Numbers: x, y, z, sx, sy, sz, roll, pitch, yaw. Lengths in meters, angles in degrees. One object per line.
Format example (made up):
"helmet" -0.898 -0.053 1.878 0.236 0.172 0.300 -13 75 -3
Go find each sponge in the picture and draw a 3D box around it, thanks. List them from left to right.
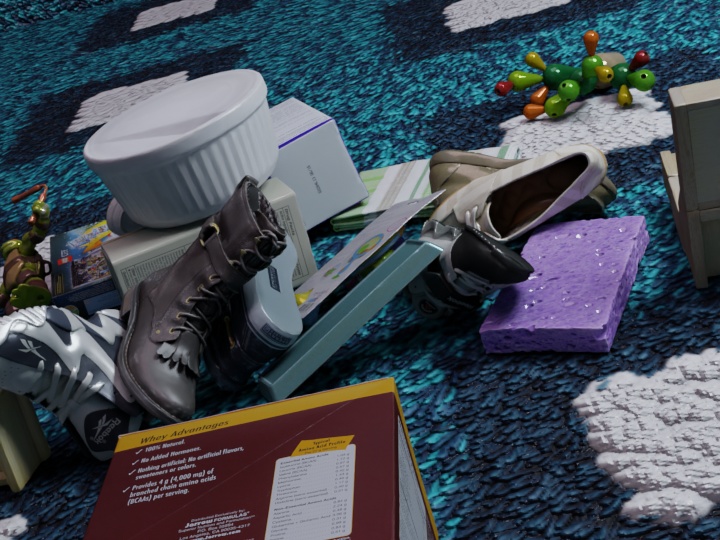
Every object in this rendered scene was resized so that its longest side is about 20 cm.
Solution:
"sponge" 0.188 0.011 1.115 0.111 0.030 0.200 -4 28 26

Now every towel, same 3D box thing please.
"towel" 0.077 -0.092 1.413 0.199 0.031 0.149 -9 23 21

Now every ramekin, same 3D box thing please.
"ramekin" -0.177 -0.123 1.283 0.202 0.094 0.203 -18 24 8

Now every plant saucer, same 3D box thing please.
"plant saucer" -0.012 0.041 1.091 0.200 0.019 0.070 -43 13 -9

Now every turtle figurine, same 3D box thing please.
"turtle figurine" -0.382 0.016 1.379 0.200 0.064 0.161 -51 35 17

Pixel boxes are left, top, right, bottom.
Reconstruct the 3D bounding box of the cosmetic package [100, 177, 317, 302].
"cosmetic package" -0.155 -0.010 1.281 0.199 0.104 0.073 -22 24 -15

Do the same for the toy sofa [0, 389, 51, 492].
"toy sofa" -0.381 0.150 1.102 0.199 0.083 0.098 -10 20 12

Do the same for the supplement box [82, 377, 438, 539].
"supplement box" -0.057 0.189 0.759 0.196 0.133 0.200 -13 24 8

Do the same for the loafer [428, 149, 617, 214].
"loafer" 0.163 -0.076 1.273 0.199 0.076 0.068 7 74 24

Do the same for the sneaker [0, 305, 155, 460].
"sneaker" -0.244 0.104 1.051 0.079 0.130 0.199 -41 -18 18

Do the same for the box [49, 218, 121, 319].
"box" -0.290 -0.011 1.443 0.136 0.038 0.200 -19 25 -7

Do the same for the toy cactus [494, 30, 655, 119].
"toy cactus" 0.283 -0.252 1.560 0.199 0.103 0.165 -8 14 38

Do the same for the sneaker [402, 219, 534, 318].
"sneaker" 0.090 0.009 1.115 0.089 0.074 0.200 -58 14 -5

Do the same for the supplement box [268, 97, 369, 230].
"supplement box" -0.079 -0.126 1.449 0.103 0.101 0.200 -29 22 -9

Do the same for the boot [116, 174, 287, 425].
"boot" -0.131 0.021 1.073 0.174 0.069 0.200 -41 41 19

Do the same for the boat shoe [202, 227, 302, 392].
"boat shoe" -0.111 0.022 1.160 0.091 0.071 0.201 -44 29 22

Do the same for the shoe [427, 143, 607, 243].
"shoe" 0.145 -0.067 1.209 0.200 0.070 0.053 -29 0 18

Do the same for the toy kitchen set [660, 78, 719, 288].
"toy kitchen set" 0.356 -0.118 1.102 0.163 0.181 0.200 -10 29 10

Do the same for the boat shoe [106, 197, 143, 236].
"boat shoe" -0.183 -0.059 1.390 0.199 0.071 0.069 -4 27 -33

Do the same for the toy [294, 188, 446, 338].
"toy" 0.000 0.000 1.218 0.200 0.047 0.115 -38 12 -23
